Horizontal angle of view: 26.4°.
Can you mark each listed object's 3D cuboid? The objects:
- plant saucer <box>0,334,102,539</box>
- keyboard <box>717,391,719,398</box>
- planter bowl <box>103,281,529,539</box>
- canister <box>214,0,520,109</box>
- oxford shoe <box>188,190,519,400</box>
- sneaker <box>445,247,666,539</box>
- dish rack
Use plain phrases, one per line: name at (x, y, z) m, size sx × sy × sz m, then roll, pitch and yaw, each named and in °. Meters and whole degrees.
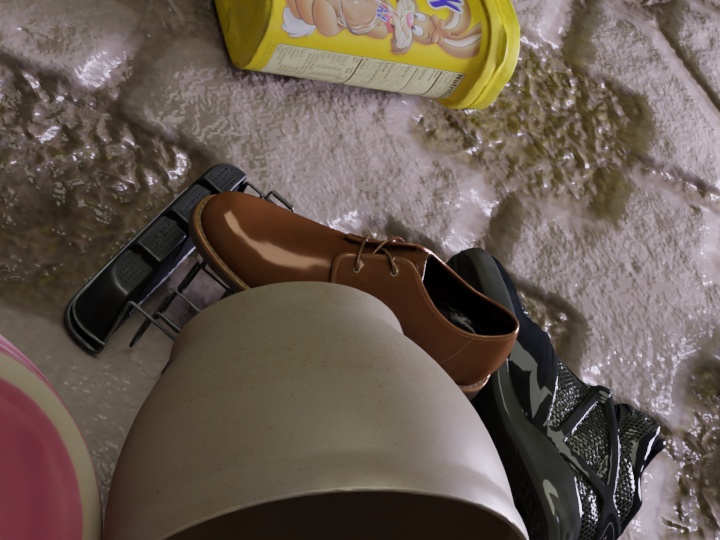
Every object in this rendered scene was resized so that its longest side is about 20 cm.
plant saucer at (-0.183, 0.110, 0.664) m, size 0.200 × 0.050 × 0.203 m, roll 23°, pitch 60°, yaw -47°
keyboard at (0.305, 0.091, 1.083) m, size 0.104 × 0.040 × 0.201 m, roll 35°, pitch 41°, yaw -5°
planter bowl at (-0.028, 0.092, 0.731) m, size 0.198 × 0.200 × 0.136 m, roll 11°, pitch 51°, yaw -26°
canister at (-0.001, -0.195, 1.092) m, size 0.198 × 0.087 × 0.150 m, roll 5°, pitch 51°, yaw -29°
oxford shoe at (0.000, 0.000, 0.857) m, size 0.198 × 0.071 × 0.072 m, roll 26°, pitch 46°, yaw -14°
sneaker at (0.113, 0.080, 0.940) m, size 0.113 × 0.076 × 0.201 m, roll 0°, pitch 57°, yaw -36°
dish rack at (-0.051, 0.036, 0.881) m, size 0.199 × 0.055 × 0.154 m, roll 40°, pitch 44°, yaw 0°
